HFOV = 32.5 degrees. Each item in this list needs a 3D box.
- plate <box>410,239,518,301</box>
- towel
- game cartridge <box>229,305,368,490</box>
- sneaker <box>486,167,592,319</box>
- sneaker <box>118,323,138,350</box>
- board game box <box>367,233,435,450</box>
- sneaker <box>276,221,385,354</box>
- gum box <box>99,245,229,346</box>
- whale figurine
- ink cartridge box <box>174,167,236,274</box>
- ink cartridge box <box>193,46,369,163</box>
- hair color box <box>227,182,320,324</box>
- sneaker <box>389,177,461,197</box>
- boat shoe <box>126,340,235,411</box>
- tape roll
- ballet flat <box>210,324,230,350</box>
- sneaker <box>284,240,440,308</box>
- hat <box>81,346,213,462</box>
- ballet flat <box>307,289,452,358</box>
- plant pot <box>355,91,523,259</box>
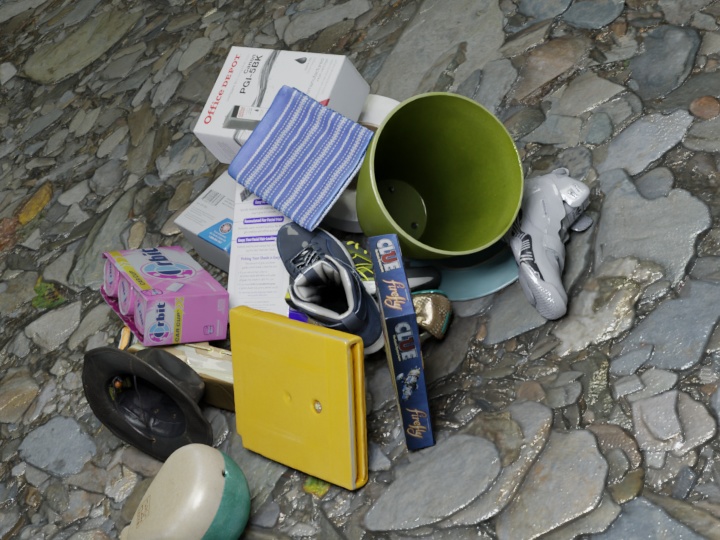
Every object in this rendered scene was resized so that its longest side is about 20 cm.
[{"bbox_3d":[0.148,-0.046,1.558,0.199,0.026,0.201,-21,40,19],"label":"plate"},{"bbox_3d":[-0.077,-0.145,1.534,0.200,0.024,0.145,34,88,45],"label":"towel"},{"bbox_3d":[-0.073,0.142,1.419,0.032,0.178,0.199,-16,21,-42],"label":"game cartridge"},{"bbox_3d":[0.228,-0.041,1.450,0.114,0.075,0.201,-21,52,0],"label":"sneaker"},{"bbox_3d":[-0.289,0.118,1.677,0.076,0.079,0.201,4,53,19],"label":"sneaker"},{"bbox_3d":[0.045,0.079,1.361,0.034,0.201,0.136,-11,40,-1],"label":"board game box"},{"bbox_3d":[-0.053,-0.003,1.439,0.077,0.146,0.203,-43,62,4],"label":"sneaker"},{"bbox_3d":[-0.264,0.029,1.633,0.113,0.067,0.200,-4,22,-28],"label":"gum box"},{"bbox_3d":[-0.203,0.291,1.424,0.200,0.103,0.160,-45,32,28],"label":"whale figurine"},{"bbox_3d":[-0.145,-0.093,1.772,0.200,0.084,0.144,-46,41,-15],"label":"ink cartridge box"},{"bbox_3d":[-0.108,-0.217,1.671,0.198,0.083,0.148,10,70,33],"label":"ink cartridge box"},{"bbox_3d":[-0.113,-0.026,1.626,0.108,0.065,0.202,-2,81,35],"label":"hair color box"},{"bbox_3d":[0.090,-0.125,1.605,0.199,0.076,0.081,20,51,30],"label":"sneaker"},{"bbox_3d":[-0.206,0.126,1.588,0.198,0.074,0.067,17,45,20],"label":"boat shoe"},{"bbox_3d":[0.003,-0.149,1.690,0.201,0.037,0.205,-2,64,5],"label":"tape roll"},{"bbox_3d":[-0.221,0.047,1.713,0.067,0.046,0.200,-39,38,-6],"label":"ballet flat"},{"bbox_3d":[0.000,0.000,1.532,0.198,0.075,0.086,-4,73,10],"label":"sneaker"},{"bbox_3d":[-0.248,0.152,1.530,0.199,0.202,0.081,1,34,37],"label":"hat"},{"bbox_3d":[0.018,0.071,1.502,0.198,0.070,0.066,-13,60,31],"label":"ballet flat"},{"bbox_3d":[0.067,-0.090,1.465,0.188,0.187,0.200,-51,7,-20],"label":"plant pot"}]
